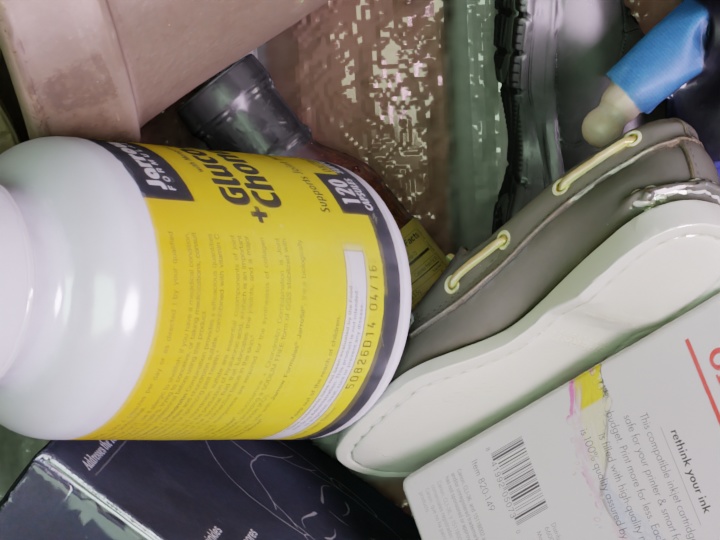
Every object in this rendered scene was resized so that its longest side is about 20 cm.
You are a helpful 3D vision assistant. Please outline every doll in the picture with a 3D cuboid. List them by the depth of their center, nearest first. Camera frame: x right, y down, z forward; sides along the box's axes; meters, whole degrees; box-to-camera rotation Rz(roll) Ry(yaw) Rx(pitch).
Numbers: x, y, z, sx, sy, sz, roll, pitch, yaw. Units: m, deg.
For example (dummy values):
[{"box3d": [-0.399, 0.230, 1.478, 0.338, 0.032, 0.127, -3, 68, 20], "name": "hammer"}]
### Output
[{"box3d": [0.152, -0.055, 1.174, 0.136, 0.048, 0.200, -1, 105, -13], "name": "doll"}]

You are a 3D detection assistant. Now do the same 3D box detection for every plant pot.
[{"box3d": [-0.081, -0.151, 1.172, 0.174, 0.200, 0.200, -20, 95, -8], "name": "plant pot"}]

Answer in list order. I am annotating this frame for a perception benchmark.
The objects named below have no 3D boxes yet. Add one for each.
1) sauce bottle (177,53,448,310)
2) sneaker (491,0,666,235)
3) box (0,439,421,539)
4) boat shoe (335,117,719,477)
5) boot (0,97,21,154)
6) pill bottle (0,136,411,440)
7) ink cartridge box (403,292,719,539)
[{"box3d": [0.000, 0.000, 1.236, 0.066, 0.066, 0.200, -39, 90, 10], "name": "sauce bottle"}, {"box3d": [0.100, -0.067, 1.218, 0.091, 0.076, 0.200, -1, 105, -3], "name": "sneaker"}, {"box3d": [-0.057, 0.147, 1.189, 0.197, 0.200, 0.124, 38, 105, 0], "name": "box"}, {"box3d": [0.064, 0.015, 1.155, 0.202, 0.072, 0.060, -37, 50, 33], "name": "boat shoe"}, {"box3d": [-0.189, -0.066, 1.202, 0.072, 0.166, 0.200, -11, 100, -17], "name": "boot"}, {"box3d": [-0.085, 0.008, 1.107, 0.112, 0.200, 0.112, -3, 85, 45], "name": "pill bottle"}, {"box3d": [0.127, 0.089, 1.131, 0.200, 0.067, 0.117, -32, 62, 24], "name": "ink cartridge box"}]
